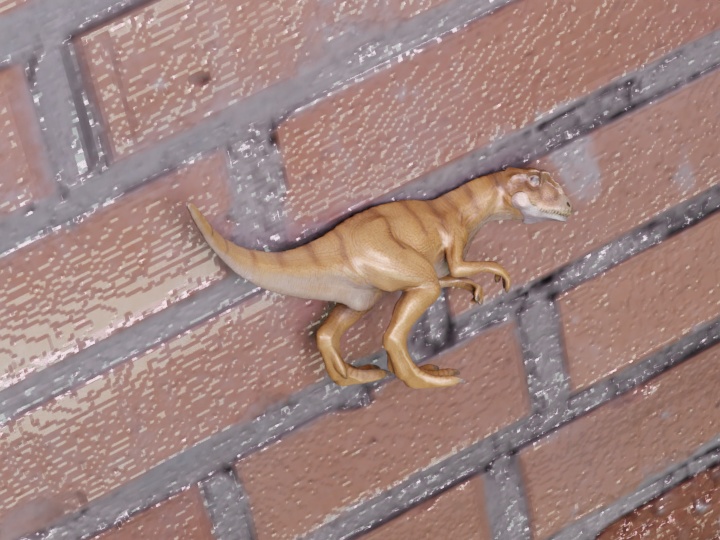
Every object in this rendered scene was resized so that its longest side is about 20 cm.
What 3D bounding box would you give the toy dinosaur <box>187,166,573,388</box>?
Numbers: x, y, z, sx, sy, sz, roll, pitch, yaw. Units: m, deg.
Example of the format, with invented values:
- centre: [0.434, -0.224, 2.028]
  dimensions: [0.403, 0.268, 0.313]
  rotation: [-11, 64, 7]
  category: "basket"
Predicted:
- centre: [0.000, 0.000, 1.259]
  dimensions: [0.199, 0.060, 0.107]
  rotation: [-15, 106, -33]
  category: "toy dinosaur"
